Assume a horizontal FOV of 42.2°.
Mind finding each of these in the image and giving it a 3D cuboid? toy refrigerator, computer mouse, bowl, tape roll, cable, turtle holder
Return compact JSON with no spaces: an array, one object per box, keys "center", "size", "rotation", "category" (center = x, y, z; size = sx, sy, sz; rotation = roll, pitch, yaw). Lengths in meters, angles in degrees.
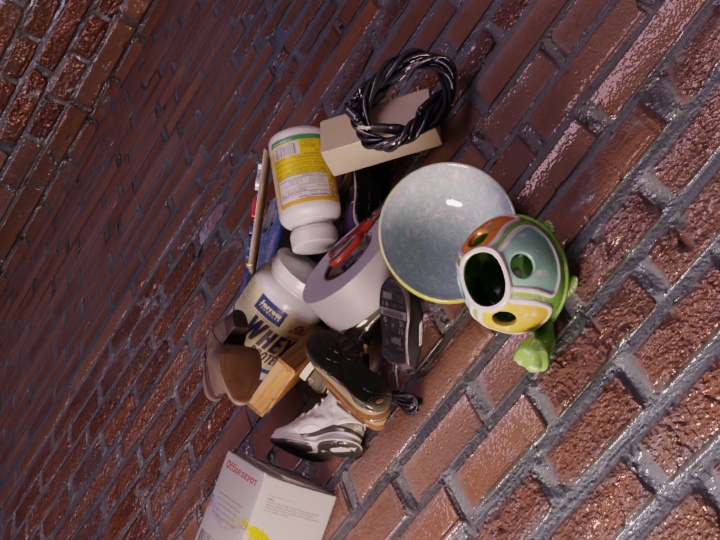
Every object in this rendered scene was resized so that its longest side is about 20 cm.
[{"center":[0.035,-0.230,1.579],"size":[0.196,0.070,0.077],"rotation":[-15,52,15],"category":"toy refrigerator"},{"center":[0.050,0.106,1.392],"size":[0.139,0.045,0.204],"rotation":[4,101,56],"category":"computer mouse"},{"center":[0.125,-0.040,1.339],"size":[0.108,0.196,0.204],"rotation":[76,-152,-73],"category":"bowl"},{"center":[0.000,0.000,1.489],"size":[0.199,0.066,0.201],"rotation":[-40,18,16],"category":"tape roll"},{"center":[0.073,-0.280,1.517],"size":[0.198,0.051,0.164],"rotation":[-31,50,1],"category":"cable"},{"center":[0.186,0.025,1.180],"size":[0.139,0.131,0.190],"rotation":[8,99,34],"category":"turtle holder"}]

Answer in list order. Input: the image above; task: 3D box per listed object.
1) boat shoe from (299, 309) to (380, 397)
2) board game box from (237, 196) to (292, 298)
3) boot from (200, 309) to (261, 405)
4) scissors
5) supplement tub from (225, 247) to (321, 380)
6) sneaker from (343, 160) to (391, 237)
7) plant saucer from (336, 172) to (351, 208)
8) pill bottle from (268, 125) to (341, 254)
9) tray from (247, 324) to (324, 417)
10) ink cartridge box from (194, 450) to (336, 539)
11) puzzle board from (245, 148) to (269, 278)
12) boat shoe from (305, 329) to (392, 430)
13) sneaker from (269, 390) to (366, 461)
[{"center":[-0.017,0.121,1.509],"size":[0.202,0.060,0.072],"rotation":[-48,-5,20],"category":"boat shoe"},{"center":[-0.170,-0.048,1.824],"size":[0.198,0.043,0.204],"rotation":[-22,52,63],"category":"board game box"},{"center":[-0.219,0.169,1.531],"size":[0.202,0.069,0.147],"rotation":[-96,29,-42],"category":"boot"},{"center":[0.019,-0.081,1.503],"size":[0.200,0.014,0.073],"rotation":[-44,16,-1],"category":"scissors"},{"center":[-0.148,0.076,1.651],"size":[0.201,0.143,0.146],"rotation":[-54,34,19],"category":"supplement tub"},{"center":[-0.001,-0.140,1.647],"size":[0.087,0.075,0.203],"rotation":[-41,33,52],"category":"sneaker"},{"center":[-0.053,-0.163,1.749],"size":[0.200,0.034,0.203],"rotation":[-48,30,38],"category":"plant saucer"},{"center":[-0.093,-0.137,1.623],"size":[0.112,0.111,0.204],"rotation":[-25,70,45],"category":"pill bottle"},{"center":[-0.114,0.162,1.540],"size":[0.099,0.037,0.200],"rotation":[-54,-4,18],"category":"tray"},{"center":[-0.155,0.406,1.445],"size":[0.144,0.143,0.203],"rotation":[10,78,58],"category":"ink cartridge box"},{"center":[-0.180,-0.096,1.636],"size":[0.151,0.017,0.204],"rotation":[122,155,-81],"category":"puzzle board"},{"center":[-0.021,0.169,1.410],"size":[0.200,0.075,0.075],"rotation":[46,149,45],"category":"boat shoe"},{"center":[-0.058,0.237,1.499],"size":[0.198,0.075,0.117],"rotation":[-11,51,44],"category":"sneaker"}]
